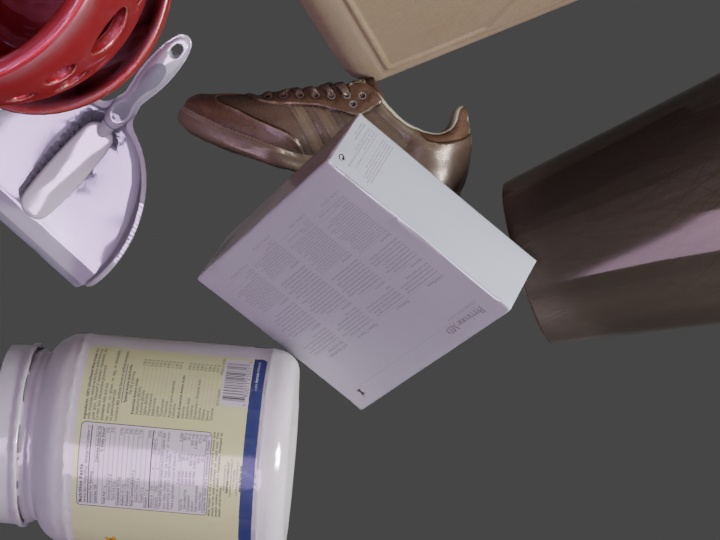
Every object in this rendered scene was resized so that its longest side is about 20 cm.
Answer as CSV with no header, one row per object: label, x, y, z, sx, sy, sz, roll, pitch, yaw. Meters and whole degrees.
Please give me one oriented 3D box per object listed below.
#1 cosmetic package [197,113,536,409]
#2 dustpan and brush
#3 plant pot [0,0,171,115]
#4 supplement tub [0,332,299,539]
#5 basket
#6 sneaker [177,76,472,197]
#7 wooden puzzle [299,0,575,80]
cosmetic package,0.000,0.000,1.291,0.151,0.052,0.200,41,144,-9
dustpan and brush,-0.179,-0.090,1.319,0.139,0.057,0.200,42,104,-11
plant pot,-0.219,-0.198,1.206,0.198,0.182,0.202,0,88,11
supplement tub,-0.145,0.119,1.342,0.198,0.145,0.146,4,108,1
basket,0.204,-0.032,1.288,0.198,0.136,0.182,-18,82,13
sneaker,-0.021,-0.099,1.318,0.198,0.070,0.076,16,92,-9
wooden puzzle,0.061,-0.192,1.233,0.198,0.185,0.038,-17,70,9
